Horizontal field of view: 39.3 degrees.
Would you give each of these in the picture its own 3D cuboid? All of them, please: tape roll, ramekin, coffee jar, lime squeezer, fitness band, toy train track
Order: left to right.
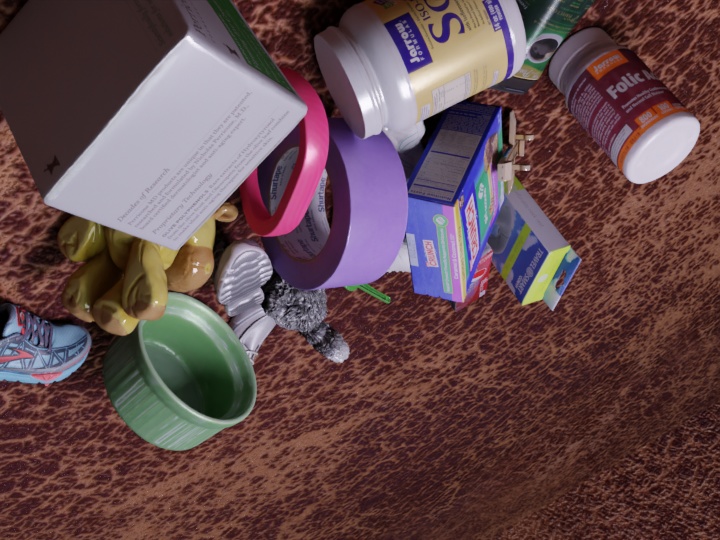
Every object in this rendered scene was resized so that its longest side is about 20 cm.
[{"bbox_3d":[-0.242,0.138,1.328,0.098,0.201,0.199,-38,150,25],"label":"ramekin"},{"bbox_3d":[-0.093,-0.130,1.122,0.037,0.144,0.201,-10,143,-34],"label":"fitness band"},{"bbox_3d":[-0.038,-0.080,1.190,0.085,0.201,0.200,-5,140,-36],"label":"tape roll"},{"bbox_3d":[0.000,0.000,1.375,0.070,0.038,0.200,-12,156,0],"label":"lime squeezer"},{"bbox_3d":[0.213,-0.153,1.369,0.200,0.032,0.116,-48,140,-68],"label":"toy train track"},{"bbox_3d":[0.206,-0.304,1.203,0.104,0.086,0.200,-1,137,-45],"label":"coffee jar"}]

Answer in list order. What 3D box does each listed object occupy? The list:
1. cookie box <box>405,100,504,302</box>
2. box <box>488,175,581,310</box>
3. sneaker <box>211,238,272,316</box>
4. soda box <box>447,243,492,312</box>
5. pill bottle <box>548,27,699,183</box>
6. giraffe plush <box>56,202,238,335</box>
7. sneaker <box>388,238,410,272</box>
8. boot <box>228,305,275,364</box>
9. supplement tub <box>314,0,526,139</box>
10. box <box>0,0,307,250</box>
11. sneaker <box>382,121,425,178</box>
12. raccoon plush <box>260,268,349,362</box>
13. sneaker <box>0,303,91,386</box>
[{"bbox_3d":[0.124,-0.091,1.301,0.172,0.075,0.201,79,29,-45],"label":"cookie box"},{"bbox_3d":[0.232,-0.046,1.483,0.047,0.201,0.122,-15,146,-27],"label":"box"},{"bbox_3d":[-0.163,-0.003,1.261,0.074,0.082,0.200,-26,169,-18],"label":"sneaker"},{"bbox_3d":[0.158,-0.007,1.567,0.063,0.070,0.200,-30,161,-8],"label":"soda box"},{"bbox_3d":[0.343,-0.222,1.332,0.114,0.201,0.114,-23,149,-15],"label":"pill bottle"},{"bbox_3d":[-0.234,-0.031,1.164,0.162,0.172,0.201,0,103,-57],"label":"giraffe plush"},{"bbox_3d":[0.048,-0.029,1.425,0.099,0.078,0.200,-36,141,20],"label":"sneaker"},{"bbox_3d":[-0.170,0.135,1.481,0.073,0.096,0.200,11,129,-49],"label":"boot"},{"bbox_3d":[0.064,-0.242,1.103,0.199,0.146,0.146,-27,149,-9],"label":"supplement tub"},{"bbox_3d":[-0.199,-0.168,0.918,0.200,0.199,0.171,-44,147,17],"label":"box"},{"bbox_3d":[0.036,-0.169,1.261,0.080,0.071,0.201,-26,150,-5],"label":"sneaker"},{"bbox_3d":[-0.053,0.021,1.400,0.134,0.097,0.200,-41,126,15],"label":"raccoon plush"},{"bbox_3d":[-0.411,0.085,1.208,0.199,0.079,0.096,-4,138,-39],"label":"sneaker"}]
